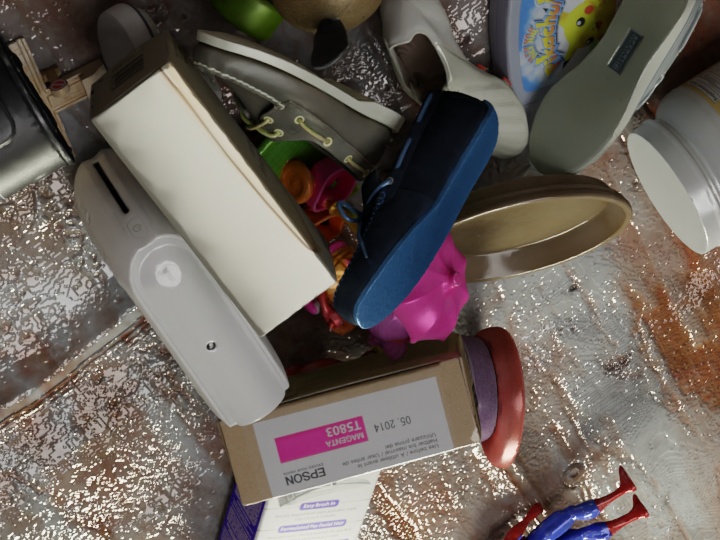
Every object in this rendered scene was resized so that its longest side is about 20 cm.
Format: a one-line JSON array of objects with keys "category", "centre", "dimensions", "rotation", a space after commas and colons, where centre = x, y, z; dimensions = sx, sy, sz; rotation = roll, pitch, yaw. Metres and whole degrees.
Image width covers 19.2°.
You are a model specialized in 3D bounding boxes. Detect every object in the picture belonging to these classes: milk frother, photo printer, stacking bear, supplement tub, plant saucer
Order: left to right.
[{"category": "milk frother", "centre": [-0.330, -0.118, 1.461], "dimensions": [0.187, 0.201, 0.181], "rotation": [-31, 172, -3]}, {"category": "photo printer", "centre": [-0.143, 0.005, 1.618], "dimensions": [0.069, 0.166, 0.200], "rotation": [-34, 125, -3]}, {"category": "stacking bear", "centre": [0.033, 0.110, 1.845], "dimensions": [0.198, 0.122, 0.114], "rotation": [-4, 155, -13]}, {"category": "plant saucer", "centre": [0.129, -0.036, 1.784], "dimensions": [0.199, 0.030, 0.200], "rotation": [-12, 163, -4]}, {"category": "supplement tub", "centre": [0.346, -0.119, 1.836], "dimensions": [0.199, 0.146, 0.146], "rotation": [-32, 132, -6]}]

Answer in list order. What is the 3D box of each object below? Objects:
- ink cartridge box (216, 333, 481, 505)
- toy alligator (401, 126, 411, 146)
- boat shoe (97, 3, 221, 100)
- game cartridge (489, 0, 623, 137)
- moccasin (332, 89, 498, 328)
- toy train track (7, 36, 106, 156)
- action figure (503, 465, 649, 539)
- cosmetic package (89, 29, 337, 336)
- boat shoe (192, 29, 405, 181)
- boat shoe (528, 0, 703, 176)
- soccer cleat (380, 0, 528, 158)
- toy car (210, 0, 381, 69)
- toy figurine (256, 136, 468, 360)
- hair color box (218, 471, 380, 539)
[{"category": "ink cartridge box", "centre": [-0.005, 0.117, 1.707], "dimensions": [0.199, 0.165, 0.076], "rotation": [-15, 95, 4]}, {"category": "toy alligator", "centre": [0.055, -0.095, 1.710], "dimensions": [0.059, 0.054, 0.200], "rotation": [-27, 163, -12]}, {"category": "boat shoe", "centre": [-0.135, -0.128, 1.601], "dimensions": [0.066, 0.072, 0.201], "rotation": [-38, 130, -18]}, {"category": "game cartridge", "centre": [0.170, -0.207, 1.746], "dimensions": [0.132, 0.041, 0.201], "rotation": [-17, 129, -14]}, {"category": "moccasin", "centre": [0.031, -0.046, 1.571], "dimensions": [0.201, 0.068, 0.081], "rotation": [-55, 158, -24]}, {"category": "toy train track", "centre": [-0.272, -0.097, 1.566], "dimensions": [0.199, 0.033, 0.115], "rotation": [-28, 132, -9]}, {"category": "action figure", "centre": [0.182, 0.263, 2.080], "dimensions": [0.199, 0.052, 0.066], "rotation": [-30, 127, -2]}, {"category": "cosmetic package", "centre": [-0.105, -0.063, 1.508], "dimensions": [0.073, 0.104, 0.200], "rotation": [-36, 110, 6]}, {"category": "boat shoe", "centre": [-0.049, -0.119, 1.546], "dimensions": [0.201, 0.072, 0.061], "rotation": [22, 97, -45]}, {"category": "boat shoe", "centre": [0.216, -0.158, 1.736], "dimensions": [0.201, 0.070, 0.071], "rotation": [-55, 155, 16]}, {"category": "soccer cleat", "centre": [0.071, -0.145, 1.694], "dimensions": [0.069, 0.078, 0.200], "rotation": [-16, 135, 27]}, {"category": "toy car", "centre": [-0.040, -0.225, 1.497], "dimensions": [0.157, 0.200, 0.165], "rotation": [27, 106, -40]}, {"category": "toy figurine", "centre": [0.000, 0.000, 1.670], "dimensions": [0.150, 0.184, 0.201], "rotation": [-21, 142, -42]}, {"category": "hair color box", "centre": [-0.064, 0.235, 1.901], "dimensions": [0.109, 0.065, 0.201], "rotation": [-2, 127, -29]}]
